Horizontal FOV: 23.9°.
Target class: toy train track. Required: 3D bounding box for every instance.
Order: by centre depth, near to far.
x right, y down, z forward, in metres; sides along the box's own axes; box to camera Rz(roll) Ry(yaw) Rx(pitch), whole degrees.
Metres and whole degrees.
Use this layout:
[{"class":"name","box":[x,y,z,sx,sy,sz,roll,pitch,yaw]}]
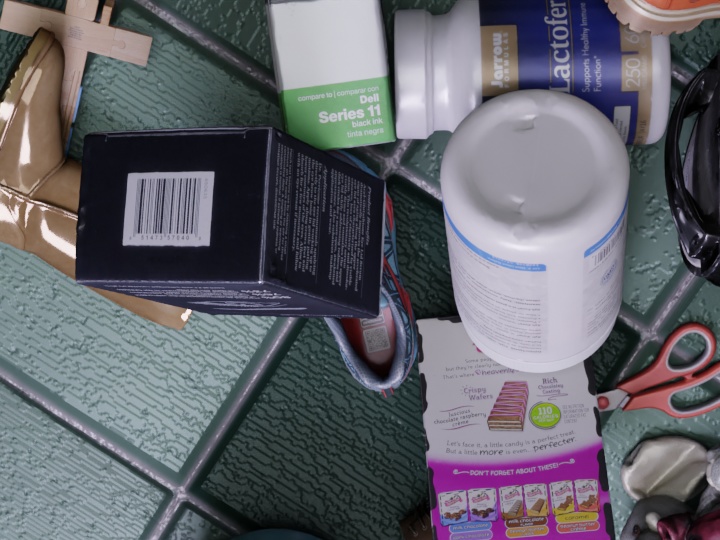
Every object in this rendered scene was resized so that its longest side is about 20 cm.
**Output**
[{"class":"toy train track","box":[-0.227,-0.146,1.314,0.113,0.033,0.202,14,109,-8]}]

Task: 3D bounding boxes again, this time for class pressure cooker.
[{"class":"pressure cooker","box":[0.314,-0.067,1.230,0.197,0.176,0.181,10,109,-10]}]

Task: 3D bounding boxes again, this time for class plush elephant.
[{"class":"plush elephant","box":[0.260,0.215,1.322,0.153,0.199,0.167,-9,90,27]}]

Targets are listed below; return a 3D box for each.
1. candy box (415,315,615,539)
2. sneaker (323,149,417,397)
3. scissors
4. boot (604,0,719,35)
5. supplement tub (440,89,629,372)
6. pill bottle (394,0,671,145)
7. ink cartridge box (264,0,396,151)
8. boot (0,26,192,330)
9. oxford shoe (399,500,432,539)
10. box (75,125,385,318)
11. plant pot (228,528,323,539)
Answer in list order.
[{"class":"candy box","box":[0.116,0.132,1.293,0.135,0.061,0.202,-5,64,4]},{"class":"sneaker","box":[0.000,0.000,1.303,0.078,0.096,0.202,-20,102,5]},{"class":"scissors","box":[0.207,0.108,1.362,0.198,0.014,0.074,-27,102,6]},{"class":"boot","box":[0.271,-0.233,1.199,0.075,0.199,0.108,53,141,23]},{"class":"supplement tub","box":[0.126,-0.025,1.223,0.130,0.201,0.133,-2,62,4]},{"class":"pill bottle","box":[0.124,-0.148,1.255,0.197,0.116,0.117,-2,103,2]},{"class":"ink cartridge box","box":[-0.026,-0.198,1.234,0.082,0.147,0.203,-7,103,2]},{"class":"boot","box":[-0.193,-0.069,1.299,0.198,0.066,0.176,23,107,-16]},{"class":"oxford shoe","box":[0.076,0.205,1.361,0.084,0.073,0.202,25,102,0]},{"class":"box","box":[-0.085,-0.029,1.191,0.146,0.200,0.106,0,83,23]},{"class":"plant pot","box":[-0.067,0.296,1.339,0.198,0.161,0.203,1,103,2]}]
